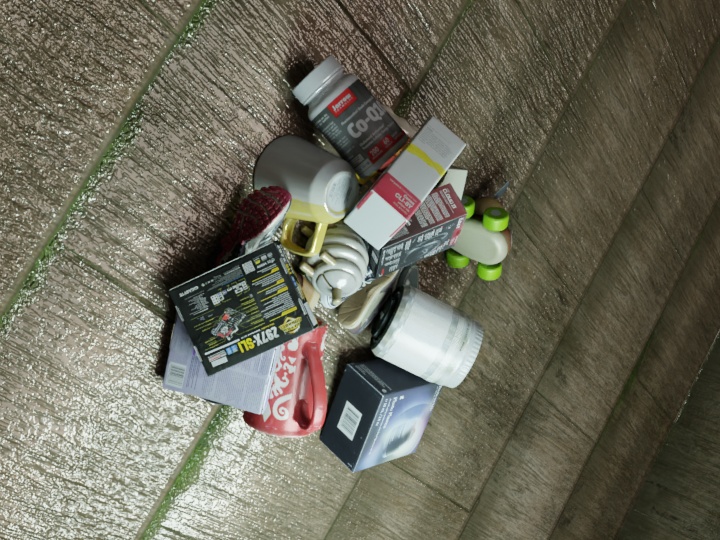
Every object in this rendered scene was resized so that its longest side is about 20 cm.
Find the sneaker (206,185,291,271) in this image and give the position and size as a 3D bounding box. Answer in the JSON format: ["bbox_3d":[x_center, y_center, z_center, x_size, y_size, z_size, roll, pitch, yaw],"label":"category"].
[{"bbox_3d":[-0.186,-0.063,1.578,0.200,0.081,0.075,-49,148,17],"label":"sneaker"}]

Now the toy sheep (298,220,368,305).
[{"bbox_3d":[-0.049,-0.017,1.706,0.138,0.137,0.201,52,32,-44],"label":"toy sheep"}]

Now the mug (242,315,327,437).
[{"bbox_3d":[-0.110,0.185,1.624,0.133,0.177,0.201,-11,114,-63],"label":"mug"}]

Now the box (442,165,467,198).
[{"bbox_3d":[0.118,-0.182,1.852,0.199,0.095,0.078,-2,108,-45],"label":"box"}]

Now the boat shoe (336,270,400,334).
[{"bbox_3d":[0.026,0.042,1.868,0.200,0.072,0.065,-57,149,-17],"label":"boat shoe"}]

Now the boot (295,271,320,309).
[{"bbox_3d":[-0.178,0.083,1.686,0.166,0.072,0.201,30,85,-36],"label":"boot"}]

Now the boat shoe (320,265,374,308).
[{"bbox_3d":[0.000,0.000,1.819,0.200,0.068,0.072,-48,134,-22],"label":"boat shoe"}]

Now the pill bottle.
[{"bbox_3d":[-0.020,-0.270,1.596,0.200,0.114,0.114,48,66,-7],"label":"pill bottle"}]

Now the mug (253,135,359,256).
[{"bbox_3d":[-0.080,-0.137,1.617,0.149,0.153,0.187,-37,130,-31],"label":"mug"}]

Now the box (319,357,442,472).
[{"bbox_3d":[0.048,0.294,1.920,0.198,0.123,0.201,-7,125,-45],"label":"box"}]

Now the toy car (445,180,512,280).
[{"bbox_3d":[0.291,-0.109,2.035,0.200,0.157,0.165,-44,146,-42],"label":"toy car"}]

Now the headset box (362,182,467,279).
[{"bbox_3d":[0.107,-0.077,1.734,0.199,0.077,0.149,-24,161,-13],"label":"headset box"}]

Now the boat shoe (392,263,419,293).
[{"bbox_3d":[0.109,0.079,1.970,0.073,0.062,0.201,-8,111,-45],"label":"boat shoe"}]

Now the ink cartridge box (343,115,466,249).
[{"bbox_3d":[0.078,-0.151,1.569,0.083,0.145,0.200,39,63,-3],"label":"ink cartridge box"}]

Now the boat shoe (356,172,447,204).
[{"bbox_3d":[0.082,-0.149,1.711,0.199,0.075,0.073,-26,141,-8],"label":"boat shoe"}]

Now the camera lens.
[{"bbox_3d":[0.130,0.134,1.866,0.199,0.160,0.161,27,85,-7],"label":"camera lens"}]

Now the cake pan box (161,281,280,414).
[{"bbox_3d":[-0.231,0.134,1.555,0.052,0.183,0.201,-36,139,-79],"label":"cake pan box"}]

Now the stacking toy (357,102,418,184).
[{"bbox_3d":[0.012,-0.215,1.726,0.146,0.146,0.200,24,105,-48],"label":"stacking toy"}]

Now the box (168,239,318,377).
[{"bbox_3d":[-0.192,0.062,1.494,0.199,0.049,0.160,-25,94,7],"label":"box"}]
